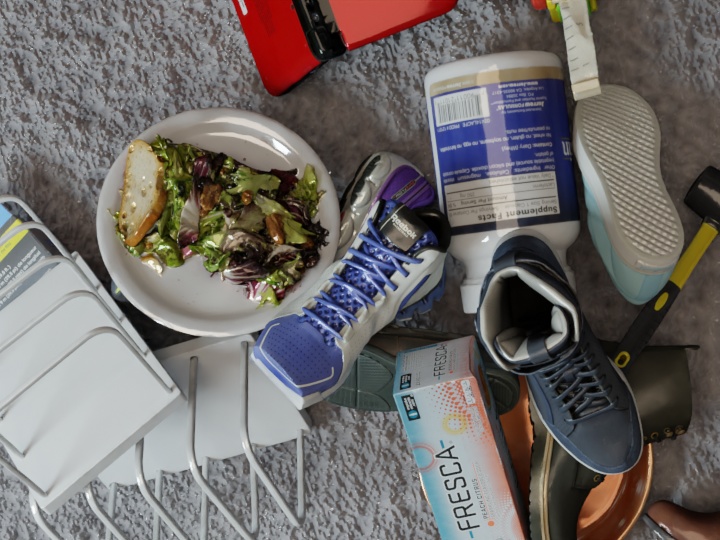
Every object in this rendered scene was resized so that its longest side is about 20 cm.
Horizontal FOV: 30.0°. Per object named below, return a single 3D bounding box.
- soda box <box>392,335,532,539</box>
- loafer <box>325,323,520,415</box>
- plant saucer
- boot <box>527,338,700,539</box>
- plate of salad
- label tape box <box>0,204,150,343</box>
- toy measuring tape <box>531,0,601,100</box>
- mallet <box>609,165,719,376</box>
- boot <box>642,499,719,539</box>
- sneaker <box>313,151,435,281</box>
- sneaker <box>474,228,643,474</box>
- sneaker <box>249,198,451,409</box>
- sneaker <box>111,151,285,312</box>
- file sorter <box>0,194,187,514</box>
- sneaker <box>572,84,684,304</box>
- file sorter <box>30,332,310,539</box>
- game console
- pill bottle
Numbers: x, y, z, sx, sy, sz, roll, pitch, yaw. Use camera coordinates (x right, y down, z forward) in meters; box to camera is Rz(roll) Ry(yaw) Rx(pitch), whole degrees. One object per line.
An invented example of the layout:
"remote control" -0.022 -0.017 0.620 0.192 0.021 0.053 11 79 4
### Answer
"soda box" 0.085 0.156 1.065 0.068 0.064 0.202 -13 115 11
"loafer" 0.032 0.075 1.103 0.198 0.063 0.072 9 130 0
"plant saucer" 0.148 0.156 1.140 0.198 0.032 0.203 0 91 12
"boot" 0.203 0.152 1.078 0.137 0.077 0.202 0 93 7
"plate of salad" -0.114 -0.046 1.085 0.198 0.048 0.202 2 69 -5
"label tape box" -0.310 0.042 1.213 0.144 0.063 0.200 -45 83 8
"toy measuring tape" 0.173 -0.207 1.084 0.073 0.074 0.202 -11 59 12
"mallet" 0.262 0.011 1.074 0.065 0.041 0.201 28 73 8
"boot" 0.343 0.155 1.081 0.187 0.068 0.202 19 95 11
"sneaker" 0.000 0.000 1.138 0.083 0.081 0.201 30 91 -12
"sneaker" 0.146 0.075 0.977 0.076 0.146 0.204 -28 94 12
"sneaker" 0.002 0.006 1.026 0.080 0.199 0.116 40 144 18
"sneaker" -0.141 -0.045 1.156 0.081 0.074 0.200 35 68 29
"file sorter" -0.260 0.056 1.057 0.138 0.125 0.200 -39 51 -7
"sneaker" 0.205 -0.061 1.080 0.073 0.082 0.201 3 51 -5
"file sorter" -0.155 0.159 1.119 0.198 0.139 0.125 -17 44 11
"game console" -0.033 -0.275 1.142 0.118 0.172 0.202 -19 87 -30
"pill bottle" 0.118 -0.070 1.096 0.114 0.116 0.202 -6 91 12
